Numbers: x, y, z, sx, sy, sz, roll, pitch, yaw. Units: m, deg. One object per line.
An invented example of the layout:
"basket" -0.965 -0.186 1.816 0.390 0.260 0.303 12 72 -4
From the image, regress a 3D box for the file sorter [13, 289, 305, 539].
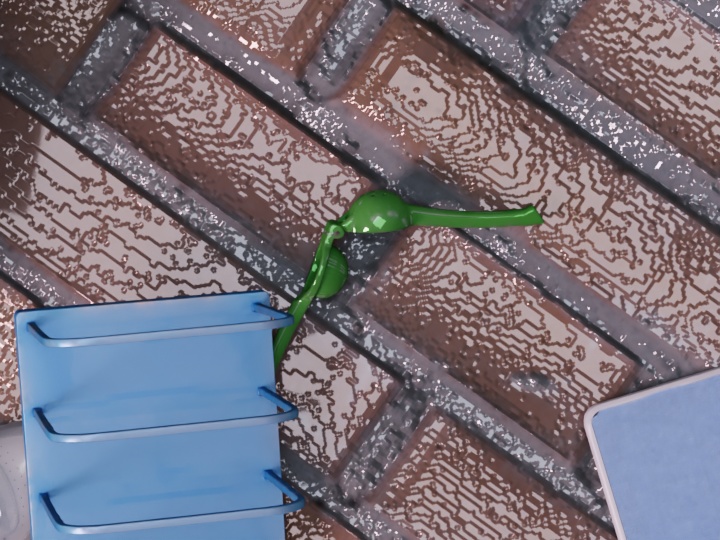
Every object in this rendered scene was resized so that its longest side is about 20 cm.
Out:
"file sorter" -0.100 0.120 1.127 0.138 0.123 0.201 -5 95 -13

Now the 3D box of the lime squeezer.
"lime squeezer" 0.000 0.000 1.205 0.200 0.038 0.071 -36 119 -1

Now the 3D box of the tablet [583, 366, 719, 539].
"tablet" 0.211 0.154 1.197 0.130 0.014 0.201 -17 86 1

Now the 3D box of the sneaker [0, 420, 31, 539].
"sneaker" -0.239 0.141 1.176 0.199 0.081 0.077 -26 85 -2
